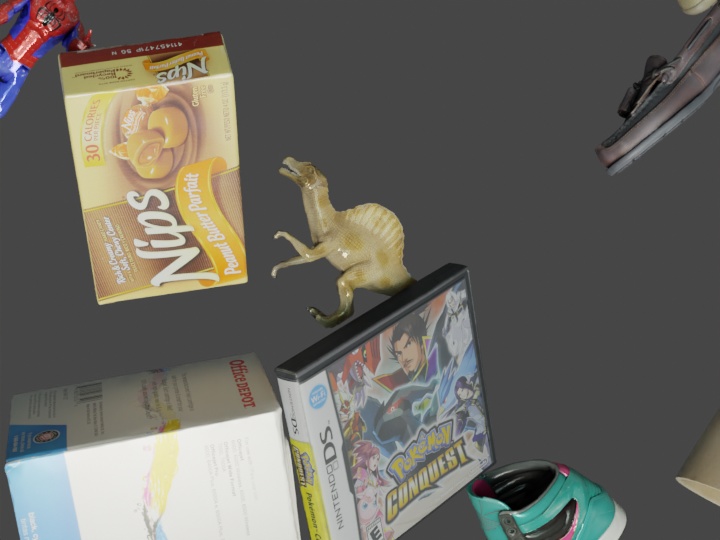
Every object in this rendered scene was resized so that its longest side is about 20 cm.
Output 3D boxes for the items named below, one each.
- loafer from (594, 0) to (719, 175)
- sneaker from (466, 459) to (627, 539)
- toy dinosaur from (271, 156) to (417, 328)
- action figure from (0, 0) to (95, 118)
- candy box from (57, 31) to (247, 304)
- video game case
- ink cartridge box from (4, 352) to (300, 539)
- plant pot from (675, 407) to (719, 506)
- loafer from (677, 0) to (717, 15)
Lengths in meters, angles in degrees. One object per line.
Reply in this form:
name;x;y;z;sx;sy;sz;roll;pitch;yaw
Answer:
loafer;0.254;-0.158;1.185;0.200;0.072;0.063;-41;88;-5
sneaker;0.116;0.231;1.238;0.200;0.084;0.121;-44;113;-6
toy dinosaur;0.000;0.000;1.173;0.200;0.058;0.101;42;92;-18
action figure;-0.257;-0.138;1.070;0.065;0.099;0.200;40;91;-18
candy box;-0.146;-0.069;1.082;0.115;0.055;0.200;-8;136;-9
video game case;0.027;0.115;1.158;0.200;0.025;0.181;-30;119;-39
ink cartridge box;-0.154;0.165;1.137;0.200;0.147;0.145;-10;105;-8
plant pot;0.386;0.120;1.229;0.187;0.187;0.200;28;83;-16
loafer;0.266;-0.296;1.144;0.068;0.076;0.200;15;92;-13
